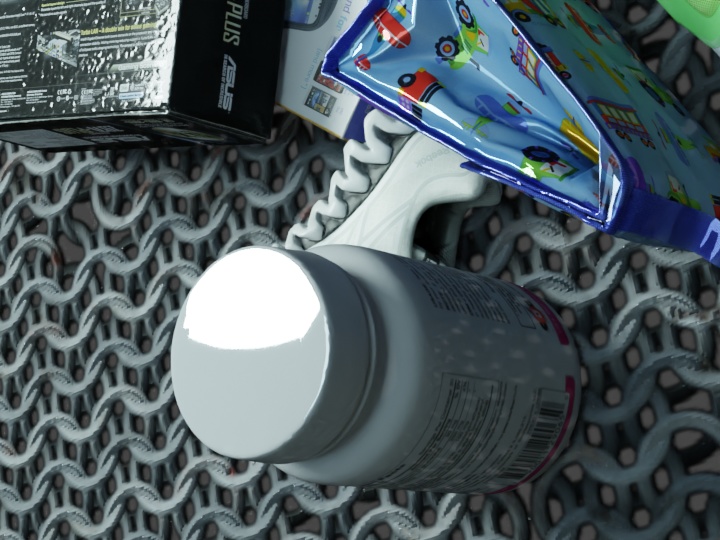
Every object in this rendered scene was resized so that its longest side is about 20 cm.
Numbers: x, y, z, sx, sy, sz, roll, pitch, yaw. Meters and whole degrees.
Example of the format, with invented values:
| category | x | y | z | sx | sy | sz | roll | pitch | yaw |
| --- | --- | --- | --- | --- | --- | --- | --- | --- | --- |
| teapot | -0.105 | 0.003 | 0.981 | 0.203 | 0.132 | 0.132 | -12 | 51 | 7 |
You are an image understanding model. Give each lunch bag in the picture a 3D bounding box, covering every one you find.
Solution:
| category | x | y | z | sx | sy | sz | roll | pitch | yaw |
| --- | --- | --- | --- | --- | --- | --- | --- | --- | --- |
| lunch bag | 0.107 | -0.067 | 0.781 | 0.200 | 0.150 | 0.094 | 43 | 109 | 35 |

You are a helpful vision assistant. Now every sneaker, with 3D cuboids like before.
| category | x | y | z | sx | sy | sz | roll | pitch | yaw |
| --- | --- | --- | --- | --- | --- | --- | --- | --- | --- |
| sneaker | 0.000 | 0.000 | 0.909 | 0.081 | 0.075 | 0.200 | 44 | 111 | 23 |

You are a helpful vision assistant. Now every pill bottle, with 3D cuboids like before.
| category | x | y | z | sx | sy | sz | roll | pitch | yaw |
| --- | --- | --- | --- | --- | --- | --- | --- | --- | --- |
| pill bottle | 0.011 | 0.049 | 0.804 | 0.113 | 0.200 | 0.114 | -8 | 77 | 37 |

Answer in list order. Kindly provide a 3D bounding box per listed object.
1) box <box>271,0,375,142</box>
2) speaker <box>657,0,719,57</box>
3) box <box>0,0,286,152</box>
| category | x | y | z | sx | sy | sz | roll | pitch | yaw |
| --- | --- | --- | --- | --- | --- | --- | --- | --- | --- |
| box | -0.028 | -0.154 | 0.974 | 0.200 | 0.041 | 0.119 | 31 | 101 | 40 |
| speaker | 0.163 | -0.177 | 0.799 | 0.088 | 0.088 | 0.200 | -48 | 57 | 22 |
| box | -0.144 | -0.159 | 0.988 | 0.200 | 0.086 | 0.164 | 0 | 82 | 40 |
